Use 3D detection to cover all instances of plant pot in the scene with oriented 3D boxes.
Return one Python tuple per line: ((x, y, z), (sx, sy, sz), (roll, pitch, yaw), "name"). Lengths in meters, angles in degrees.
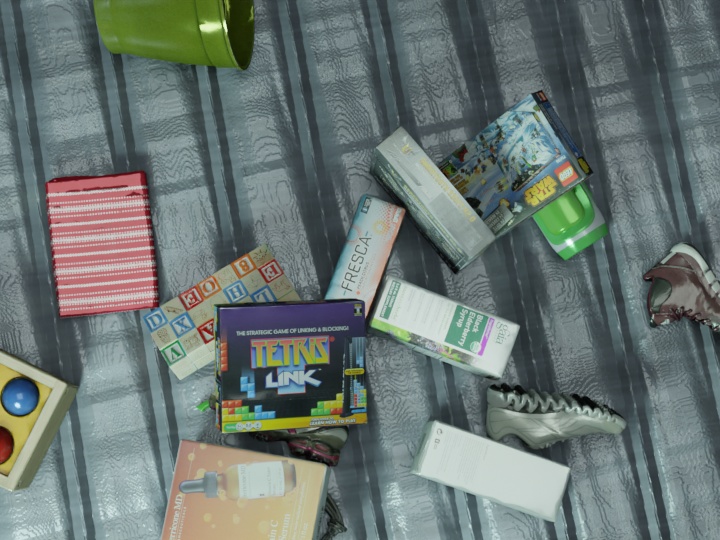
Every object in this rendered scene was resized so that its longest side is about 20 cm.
((-0.262, -0.375, 1.738), (0.191, 0.200, 0.202), (-2, 82, 8), "plant pot")

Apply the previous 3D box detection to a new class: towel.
((-0.363, -0.039, 1.757), (0.144, 0.022, 0.202), (-6, 84, -7), "towel")

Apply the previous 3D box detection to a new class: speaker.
((0.270, -0.119, 1.778), (0.088, 0.088, 0.201), (-31, 85, -7), "speaker")

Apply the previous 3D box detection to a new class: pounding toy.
((-0.514, 0.191, 1.654), (0.199, 0.142, 0.185), (26, 81, 0), "pounding toy")

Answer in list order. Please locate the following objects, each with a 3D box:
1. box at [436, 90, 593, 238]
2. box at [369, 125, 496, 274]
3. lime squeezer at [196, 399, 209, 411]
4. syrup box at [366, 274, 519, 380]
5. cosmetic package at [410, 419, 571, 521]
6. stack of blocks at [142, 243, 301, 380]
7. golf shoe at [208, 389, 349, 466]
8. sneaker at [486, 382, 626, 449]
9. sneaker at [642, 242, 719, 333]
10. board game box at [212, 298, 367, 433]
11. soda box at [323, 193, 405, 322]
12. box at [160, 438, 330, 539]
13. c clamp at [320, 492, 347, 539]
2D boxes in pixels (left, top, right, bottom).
((0.209, -0.138, 1.736), (0.040, 0.200, 0.137), (-24, 82, -52), "box")
((0.096, -0.094, 1.726), (0.048, 0.158, 0.200), (-40, 86, -8), "box")
((-0.147, 0.124, 1.748), (0.070, 0.038, 0.201), (25, 80, 32), "lime squeezer")
((0.114, 0.081, 1.741), (0.199, 0.081, 0.079), (21, 81, 1), "syrup box")
((0.176, 0.273, 1.705), (0.199, 0.113, 0.082), (20, 82, 1), "cosmetic package")
((-0.183, 0.067, 1.718), (0.199, 0.059, 0.115), (-31, 66, -7), "stack of blocks")
((-0.111, 0.197, 1.719), (0.199, 0.073, 0.093), (23, 75, -10), "golf shoe")
((0.270, 0.211, 1.746), (0.198, 0.075, 0.082), (9, 95, 0), "sneaker")
((0.476, 0.068, 1.779), (0.115, 0.076, 0.201), (-34, 75, -2), "sneaker")
((-0.092, 0.124, 1.652), (0.199, 0.057, 0.167), (-3, 95, -16), "board game box")
((0.000, 0.000, 1.753), (0.068, 0.064, 0.201), (20, 81, 4), "soda box")
((-0.151, 0.319, 1.665), (0.198, 0.106, 0.153), (9, 79, 4), "box")
((-0.091, 0.391, 1.716), (0.170, 0.027, 0.201), (31, 82, 7), "c clamp")
